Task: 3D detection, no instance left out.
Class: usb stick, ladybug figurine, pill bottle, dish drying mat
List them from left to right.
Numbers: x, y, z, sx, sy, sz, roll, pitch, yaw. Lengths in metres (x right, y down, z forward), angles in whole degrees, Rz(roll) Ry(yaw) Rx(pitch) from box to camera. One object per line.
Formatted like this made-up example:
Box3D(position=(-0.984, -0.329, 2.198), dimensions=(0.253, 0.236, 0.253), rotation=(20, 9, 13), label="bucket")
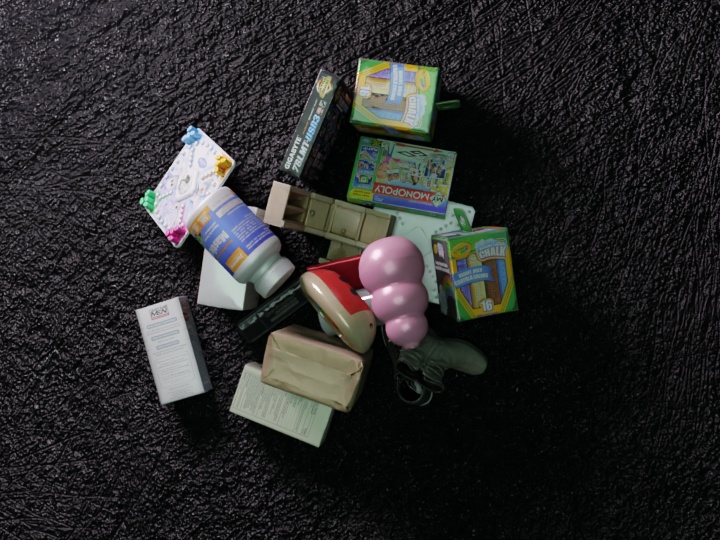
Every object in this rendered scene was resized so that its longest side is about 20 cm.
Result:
Box3D(position=(-0.218, -0.048, 1.516), dimensions=(0.112, 0.112, 0.200), rotation=(-45, 86, 6), label="pill bottle")
Box3D(position=(-0.165, 0.074, 1.671), dimensions=(0.199, 0.033, 0.056), rotation=(-36, 106, 7), label="usb stick")
Box3D(position=(-0.038, 0.065, 1.525), dimensions=(0.072, 0.136, 0.200), rotation=(-39, 66, -10), label="ladybug figurine")
Box3D(position=(0.000, 0.000, 1.590), dimensions=(0.197, 0.018, 0.077), rotation=(-12, 131, 4), label="dish drying mat")

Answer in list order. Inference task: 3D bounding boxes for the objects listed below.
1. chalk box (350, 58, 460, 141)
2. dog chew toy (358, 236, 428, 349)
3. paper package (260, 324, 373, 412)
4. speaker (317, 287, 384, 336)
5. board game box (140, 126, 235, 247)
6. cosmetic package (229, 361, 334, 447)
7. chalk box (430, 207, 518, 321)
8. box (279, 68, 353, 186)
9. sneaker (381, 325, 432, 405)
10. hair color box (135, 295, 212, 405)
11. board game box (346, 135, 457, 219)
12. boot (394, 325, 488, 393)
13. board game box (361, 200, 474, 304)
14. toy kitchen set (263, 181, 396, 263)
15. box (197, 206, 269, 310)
Box3D(position=(0.092, -0.323, 1.585), dimensions=(0.197, 0.125, 0.126), rotation=(10, 91, 9), label="chalk box")
Box3D(position=(0.070, 0.043, 1.495), dimensions=(0.123, 0.125, 0.203), rotation=(-17, 77, 7), label="dog chew toy")
Box3D(position=(-0.081, 0.182, 1.579), dimensions=(0.188, 0.200, 0.105), rotation=(18, 93, 7), label="paper package")
Box3D(position=(0.020, 0.072, 1.610), dimensions=(0.197, 0.081, 0.082), rotation=(-14, 88, 17), label="speaker")
Box3D(position=(-0.350, -0.172, 1.634), dimensions=(0.201, 0.026, 0.200), rotation=(-54, 43, 5), label="board game box")
Box3D(position=(-0.151, 0.268, 1.653), dimensions=(0.198, 0.071, 0.106), rotation=(22, 92, 7), label="cosmetic package")
Box3D(position=(0.211, -0.019, 1.554), dimensions=(0.122, 0.125, 0.203), rotation=(-9, 97, -9), label="chalk box")
Box3D(position=(-0.081, -0.268, 1.578), dimensions=(0.049, 0.200, 0.201), rotation=(23, 94, 5), label="box")
Box3D(position=(0.088, 0.172, 1.607), dimensions=(0.070, 0.099, 0.202), rotation=(-21, 85, 9), label="sneaker")
Box3D(position=(-0.384, 0.164, 1.691), dimensions=(0.098, 0.061, 0.203), rotation=(-16, 89, 7), label="hair color box")
Box3D(position=(0.083, -0.185, 1.623), dimensions=(0.197, 0.029, 0.136), rotation=(10, 73, 8), label="board game box")
Box3D(position=(0.152, 0.185, 1.562), dimensions=(0.198, 0.131, 0.068), rotation=(26, 129, -14), label="boot")
Box3D(position=(0.110, -0.051, 1.640), dimensions=(0.197, 0.026, 0.203), rotation=(15, 92, 8), label="board game box")
Box3D(position=(-0.065, -0.057, 1.574), dimensions=(0.198, 0.180, 0.165), rotation=(17, 94, 19), label="toy kitchen set")
Box3D(position=(-0.250, -0.028, 1.639), dimensions=(0.096, 0.124, 0.203), rotation=(8, 91, 6), label="box")
